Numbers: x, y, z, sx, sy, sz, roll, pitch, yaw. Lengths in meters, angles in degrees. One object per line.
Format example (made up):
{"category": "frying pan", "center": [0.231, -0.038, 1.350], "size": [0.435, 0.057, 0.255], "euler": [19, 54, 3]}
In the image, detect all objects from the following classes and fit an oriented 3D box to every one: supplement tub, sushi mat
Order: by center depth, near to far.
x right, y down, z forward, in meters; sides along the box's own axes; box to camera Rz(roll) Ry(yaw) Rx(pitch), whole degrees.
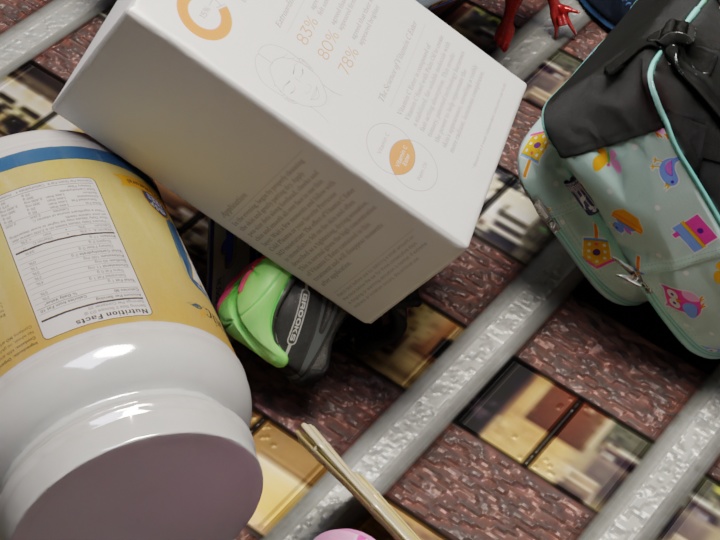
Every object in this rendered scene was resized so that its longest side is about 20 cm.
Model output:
{"category": "sushi mat", "center": [0.046, 0.151, 0.791], "size": [0.012, 0.096, 0.200], "euler": [-44, 61, -3]}
{"category": "supplement tub", "center": [-0.138, 0.044, 0.828], "size": [0.144, 0.145, 0.200], "euler": [-14, 51, -19]}

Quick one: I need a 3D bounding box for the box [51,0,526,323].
{"category": "box", "center": [-0.033, -0.089, 0.863], "size": [0.200, 0.097, 0.125], "euler": [35, 50, -15]}

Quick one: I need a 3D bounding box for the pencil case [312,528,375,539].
{"category": "pencil case", "center": [-0.041, 0.204, 0.730], "size": [0.087, 0.088, 0.200], "euler": [28, 47, 18]}

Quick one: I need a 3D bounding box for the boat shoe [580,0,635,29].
{"category": "boat shoe", "center": [0.173, -0.239, 1.187], "size": [0.084, 0.069, 0.200], "euler": [-12, 50, -17]}

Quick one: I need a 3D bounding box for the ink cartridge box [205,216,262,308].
{"category": "ink cartridge box", "center": [-0.034, -0.066, 0.980], "size": [0.037, 0.095, 0.200], "euler": [30, 50, 20]}

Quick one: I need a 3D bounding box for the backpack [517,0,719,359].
{"category": "backpack", "center": [0.198, -0.052, 0.947], "size": [0.200, 0.153, 0.176], "euler": [50, 48, -11]}

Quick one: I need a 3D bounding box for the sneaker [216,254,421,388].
{"category": "sneaker", "center": [0.000, 0.000, 0.952], "size": [0.084, 0.077, 0.200], "euler": [53, 49, -4]}

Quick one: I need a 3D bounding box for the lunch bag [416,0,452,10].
{"category": "lunch bag", "center": [0.019, -0.223, 1.029], "size": [0.199, 0.076, 0.160], "euler": [-26, 42, -25]}

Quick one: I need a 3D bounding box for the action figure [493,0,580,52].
{"category": "action figure", "center": [0.071, -0.176, 1.114], "size": [0.199, 0.099, 0.065], "euler": [-14, 22, 10]}
